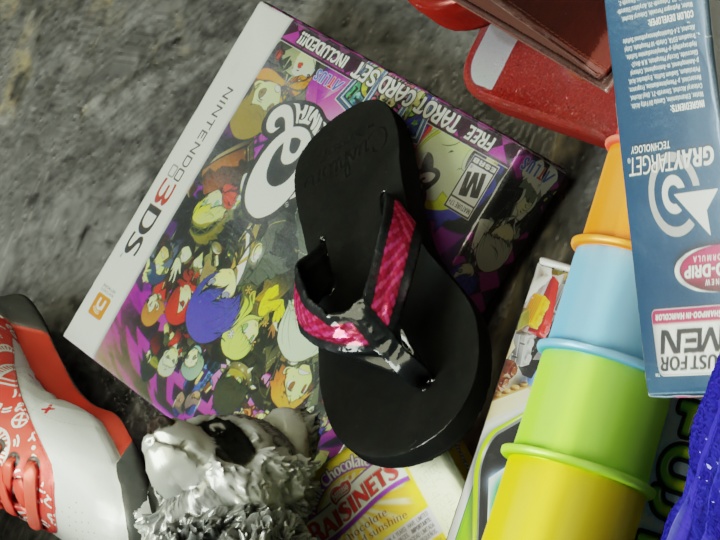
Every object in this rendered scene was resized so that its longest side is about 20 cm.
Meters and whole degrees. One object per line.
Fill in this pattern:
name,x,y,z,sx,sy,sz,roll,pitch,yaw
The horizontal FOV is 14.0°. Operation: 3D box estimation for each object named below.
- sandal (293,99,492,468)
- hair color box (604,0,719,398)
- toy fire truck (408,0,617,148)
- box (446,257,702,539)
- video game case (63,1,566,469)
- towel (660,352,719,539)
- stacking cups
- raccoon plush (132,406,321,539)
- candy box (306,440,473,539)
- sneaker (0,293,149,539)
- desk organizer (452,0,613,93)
sandal,0.000,0.000,1.175,0.075,0.045,0.200,-34,42,17
hair color box,0.140,-0.062,0.991,0.060,0.100,0.201,-7,89,58
toy fire truck,0.124,-0.135,1.154,0.168,0.112,0.200,25,85,46
box,0.084,0.104,1.079,0.110,0.035,0.201,15,86,42
video game case,-0.025,-0.005,1.276,0.200,0.036,0.182,34,94,47
towel,0.144,0.121,0.914,0.148,0.049,0.200,42,144,25
stacking cups,0.097,0.018,1.042,0.060,0.060,0.201,8,74,45
raccoon plush,-0.041,0.150,1.148,0.096,0.201,0.134,-8,23,14
candy box,-0.024,0.147,1.179,0.200,0.026,0.102,-37,66,22
sneaker,-0.168,0.082,1.300,0.201,0.108,0.067,-131,36,-49
desk organizer,0.031,-0.148,1.106,0.200,0.077,0.072,36,95,47
